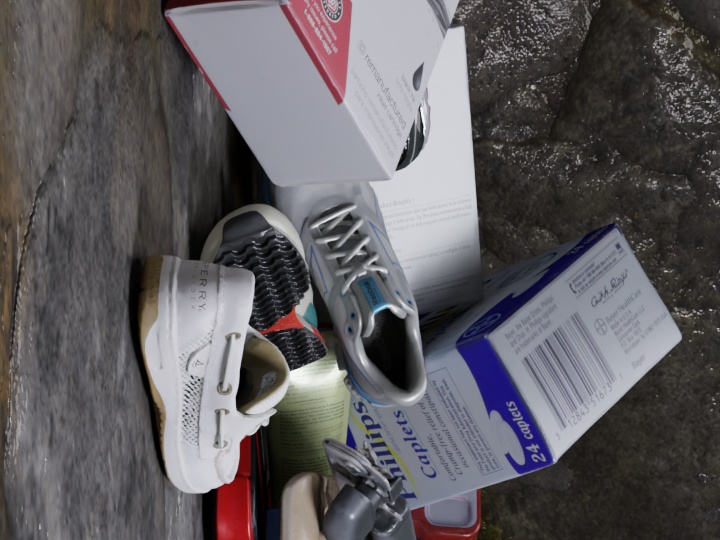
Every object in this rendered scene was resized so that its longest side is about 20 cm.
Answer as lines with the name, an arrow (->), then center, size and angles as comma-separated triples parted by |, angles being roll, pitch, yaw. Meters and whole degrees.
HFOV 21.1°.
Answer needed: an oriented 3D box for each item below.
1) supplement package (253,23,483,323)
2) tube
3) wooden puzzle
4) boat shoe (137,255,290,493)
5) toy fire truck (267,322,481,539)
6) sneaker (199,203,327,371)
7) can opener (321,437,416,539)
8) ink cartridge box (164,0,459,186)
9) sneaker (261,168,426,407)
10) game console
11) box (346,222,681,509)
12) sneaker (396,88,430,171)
supplement package -> 0.003, -0.071, 1.383 | 0.117, 0.117, 0.201 | -12, 101, -41
tube -> -0.038, 0.124, 1.394 | 0.058, 0.052, 0.201 | -42, 144, -43
wooden puzzle -> -0.039, 0.230, 1.291 | 0.200, 0.046, 0.186 | 44, 45, -80
boat shoe -> -0.071, 0.062, 1.018 | 0.200, 0.069, 0.071 | 86, 4, -60
toy fire truck -> 0.016, 0.123, 1.536 | 0.112, 0.167, 0.201 | 103, -7, -51
sneaker -> -0.070, -0.006, 1.207 | 0.200, 0.070, 0.094 | 74, -4, -65
can opener -> 0.001, 0.168, 1.290 | 0.067, 0.053, 0.200 | -52, 157, -16
ink cartridge box -> -0.014, -0.171, 1.104 | 0.147, 0.082, 0.201 | 57, 43, -43
sneaker -> 0.000, 0.000, 1.268 | 0.201, 0.075, 0.087 | 65, -8, -10
game console -> -0.079, 0.166, 1.301 | 0.177, 0.031, 0.201 | -95, -178, -50
box -> 0.098, 0.074, 1.414 | 0.184, 0.200, 0.105 | -36, 97, -43
sneaker -> -0.029, -0.136, 1.224 | 0.200, 0.080, 0.087 | 56, 35, -26
